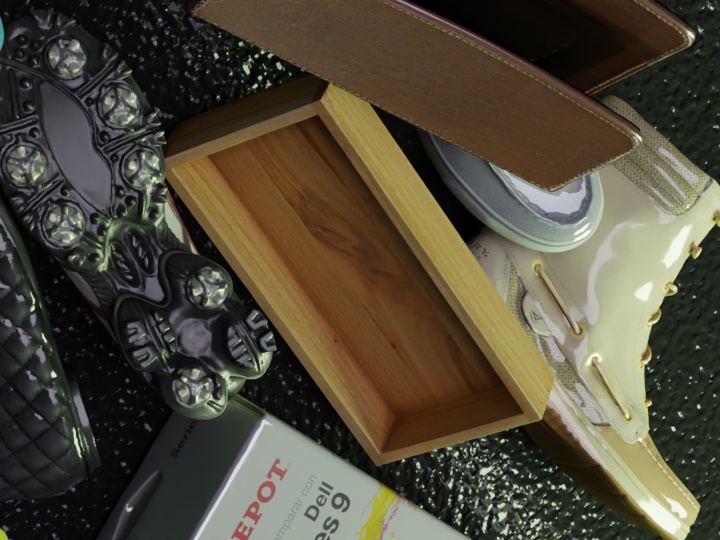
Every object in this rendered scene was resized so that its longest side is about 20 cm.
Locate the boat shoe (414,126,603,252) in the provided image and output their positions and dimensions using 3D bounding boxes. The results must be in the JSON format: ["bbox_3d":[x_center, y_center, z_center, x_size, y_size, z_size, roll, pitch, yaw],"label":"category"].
[{"bbox_3d":[0.056,-0.094,1.240,0.070,0.071,0.201,-37,100,-15],"label":"boat shoe"}]

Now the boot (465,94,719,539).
[{"bbox_3d":[0.142,0.027,1.333,0.156,0.073,0.200,-47,108,-14],"label":"boot"}]

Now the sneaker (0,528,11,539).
[{"bbox_3d":[-0.178,0.197,1.195,0.082,0.071,0.201,-6,122,15],"label":"sneaker"}]

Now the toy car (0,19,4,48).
[{"bbox_3d":[-0.180,-0.168,1.054,0.149,0.175,0.201,7,96,-27],"label":"toy car"}]

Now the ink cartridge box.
[{"bbox_3d":[-0.027,0.166,1.257,0.200,0.087,0.146,34,83,-27],"label":"ink cartridge box"}]

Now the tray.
[{"bbox_3d":[0.000,0.000,1.235,0.200,0.098,0.037,55,36,-25],"label":"tray"}]

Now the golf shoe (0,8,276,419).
[{"bbox_3d":[-0.118,-0.023,1.178,0.077,0.088,0.201,-31,103,-15],"label":"golf shoe"}]

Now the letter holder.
[{"bbox_3d":[0.052,-0.133,1.118,0.199,0.142,0.101,25,65,-24],"label":"letter holder"}]

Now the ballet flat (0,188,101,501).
[{"bbox_3d":[-0.170,0.014,1.162,0.057,0.066,0.201,-20,107,-7],"label":"ballet flat"}]
